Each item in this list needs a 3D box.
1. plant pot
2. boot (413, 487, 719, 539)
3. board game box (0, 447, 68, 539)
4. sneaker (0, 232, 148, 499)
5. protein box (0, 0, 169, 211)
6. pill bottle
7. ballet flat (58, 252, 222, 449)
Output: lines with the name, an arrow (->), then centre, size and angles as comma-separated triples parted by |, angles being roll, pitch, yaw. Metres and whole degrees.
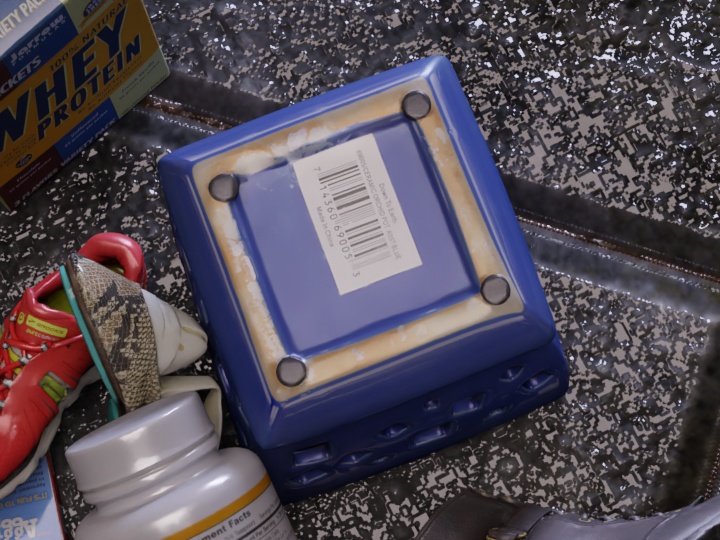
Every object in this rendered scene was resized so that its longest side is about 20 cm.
plant pot -> 0.000, 0.000, 1.147 | 0.199, 0.180, 0.201 | -20, 77, -2
boot -> 0.128, 0.149, 1.149 | 0.173, 0.200, 0.070 | 11, 112, 33
board game box -> -0.279, 0.135, 1.206 | 0.199, 0.019, 0.103 | -13, 75, -1
sneaker -> -0.192, 0.050, 1.163 | 0.077, 0.085, 0.200 | 30, 56, 11
protein box -> -0.234, -0.171, 1.186 | 0.135, 0.200, 0.199 | -42, 78, -8
pill bottle -> -0.081, 0.170, 1.082 | 0.109, 0.109, 0.201 | -24, 95, -4
ballet flat -> -0.117, 0.066, 1.147 | 0.075, 0.201, 0.068 | -13, 36, -9
